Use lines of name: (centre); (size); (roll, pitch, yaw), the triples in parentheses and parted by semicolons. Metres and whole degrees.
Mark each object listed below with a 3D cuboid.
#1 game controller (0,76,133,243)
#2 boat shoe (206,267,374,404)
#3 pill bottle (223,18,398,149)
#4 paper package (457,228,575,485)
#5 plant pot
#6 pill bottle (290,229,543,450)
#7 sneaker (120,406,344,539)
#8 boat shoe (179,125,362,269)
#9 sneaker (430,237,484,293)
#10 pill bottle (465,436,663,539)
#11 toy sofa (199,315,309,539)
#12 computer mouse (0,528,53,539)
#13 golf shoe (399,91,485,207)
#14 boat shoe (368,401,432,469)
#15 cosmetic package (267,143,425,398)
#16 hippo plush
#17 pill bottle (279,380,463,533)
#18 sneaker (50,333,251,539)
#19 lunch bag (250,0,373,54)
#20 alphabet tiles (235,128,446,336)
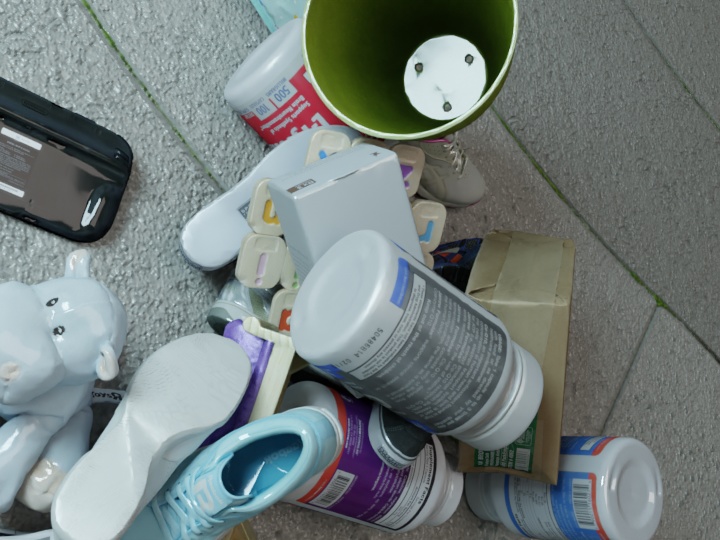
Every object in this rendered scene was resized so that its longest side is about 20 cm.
game controller: (-0.289, -0.100, 0.740); (0.199, 0.042, 0.105); (25, 80, -32)
boat shoe: (-0.054, 0.072, 0.866); (0.201, 0.074, 0.065); (33, 65, -21)
pill bottle: (-0.033, -0.146, 0.903); (0.200, 0.112, 0.113); (44, 56, -23)
paper package: (0.162, 0.084, 0.911); (0.191, 0.103, 0.201); (-54, 146, -65)
plant pot: (0.063, -0.201, 0.835); (0.200, 0.186, 0.188); (5, 74, -75)
pill bottle: (0.051, 0.064, 0.717); (0.200, 0.113, 0.114); (34, 61, -30)
sneaker: (-0.109, 0.160, 0.659); (0.074, 0.200, 0.082); (56, 5, 15)
boat shoe: (-0.082, -0.068, 0.827); (0.199, 0.057, 0.069); (-34, 90, -12)
sneaker: (0.091, 0.010, 0.996); (0.199, 0.078, 0.076); (-18, 116, -45)
pill bottle: (0.213, 0.236, 0.961); (0.112, 0.199, 0.113); (7, 79, -39)
toy sofa: (-0.106, 0.140, 0.746); (0.097, 0.083, 0.201); (18, 85, 8)
computer mouse: (-0.285, 0.233, 0.663); (0.199, 0.044, 0.110); (12, 69, -31)
golf shoe: (0.085, -0.136, 1.013); (0.199, 0.091, 0.076); (30, 61, -32)
boat shoe: (0.048, 0.106, 0.851); (0.068, 0.057, 0.200); (36, 26, -17)
cosmetic package: (0.000, 0.000, 0.779); (0.101, 0.074, 0.201); (-24, 114, -18)
hippo plush: (-0.225, 0.084, 0.645); (0.199, 0.161, 0.160); (-6, 69, -38)
pill bottle: (0.004, 0.187, 0.861); (0.199, 0.112, 0.113); (26, 65, -33)
sneaker: (-0.160, 0.130, 0.663); (0.075, 0.089, 0.200); (37, 51, 3)
lunch bag: (-0.014, -0.294, 0.948); (0.200, 0.121, 0.171); (52, 50, -28)
alphabet tiles: (-0.014, -0.027, 0.815); (0.199, 0.015, 0.197); (5, 106, -30)
